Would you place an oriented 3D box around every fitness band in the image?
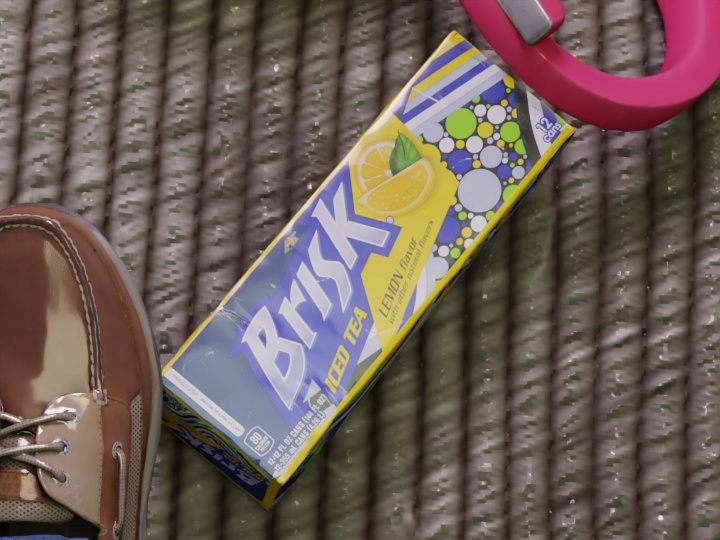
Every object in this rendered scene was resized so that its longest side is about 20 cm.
[{"bbox_3d":[0.087,-0.154,0.957,0.143,0.037,0.201,-20,78,-47],"label":"fitness band"}]

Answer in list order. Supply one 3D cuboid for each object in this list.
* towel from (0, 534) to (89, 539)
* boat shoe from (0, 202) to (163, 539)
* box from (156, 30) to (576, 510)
[{"bbox_3d":[-0.178,0.149,0.773,0.198,0.049,0.113,1,105,-17],"label":"towel"},{"bbox_3d":[-0.117,0.075,0.838,0.075,0.072,0.202,-5,98,14],"label":"boat shoe"},{"bbox_3d":[0.000,0.000,0.918,0.070,0.064,0.200,39,72,4],"label":"box"}]
